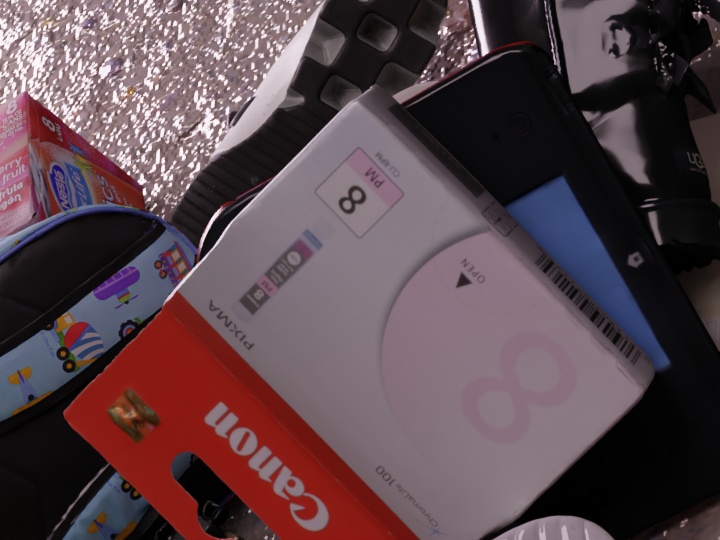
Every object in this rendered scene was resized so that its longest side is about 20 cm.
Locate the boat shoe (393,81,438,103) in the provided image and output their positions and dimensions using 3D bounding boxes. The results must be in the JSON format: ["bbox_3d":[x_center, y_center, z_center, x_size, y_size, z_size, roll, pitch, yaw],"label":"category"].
[{"bbox_3d":[0.000,0.000,1.269,0.069,0.072,0.200,-39,24,58],"label":"boat shoe"}]

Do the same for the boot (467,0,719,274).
[{"bbox_3d":[0.065,-0.068,1.185,0.198,0.073,0.163,-14,71,26],"label":"boot"}]

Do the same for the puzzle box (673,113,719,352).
[{"bbox_3d":[0.130,-0.002,1.185,0.200,0.025,0.133,-14,52,33],"label":"puzzle box"}]

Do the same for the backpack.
[{"bbox_3d":[-0.150,0.064,1.269,0.200,0.183,0.135,-41,22,-13],"label":"backpack"}]

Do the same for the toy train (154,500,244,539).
[{"bbox_3d":[-0.107,0.194,1.227,0.034,0.046,0.200,22,78,41],"label":"toy train"}]

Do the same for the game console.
[{"bbox_3d":[0.045,0.031,1.130,0.177,0.200,0.031,-29,5,22],"label":"game console"}]

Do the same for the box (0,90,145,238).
[{"bbox_3d":[-0.213,0.010,1.416,0.200,0.100,0.096,-30,45,21],"label":"box"}]

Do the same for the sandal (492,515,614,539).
[{"bbox_3d":[0.019,0.173,1.085,0.207,0.059,0.079,-31,69,-2],"label":"sandal"}]

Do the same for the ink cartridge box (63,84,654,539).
[{"bbox_3d":[-0.007,0.051,1.112,0.200,0.163,0.057,-45,-1,13],"label":"ink cartridge box"}]

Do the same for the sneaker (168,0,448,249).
[{"bbox_3d":[-0.027,-0.062,1.341,0.200,0.074,0.089,-54,7,-1],"label":"sneaker"}]
